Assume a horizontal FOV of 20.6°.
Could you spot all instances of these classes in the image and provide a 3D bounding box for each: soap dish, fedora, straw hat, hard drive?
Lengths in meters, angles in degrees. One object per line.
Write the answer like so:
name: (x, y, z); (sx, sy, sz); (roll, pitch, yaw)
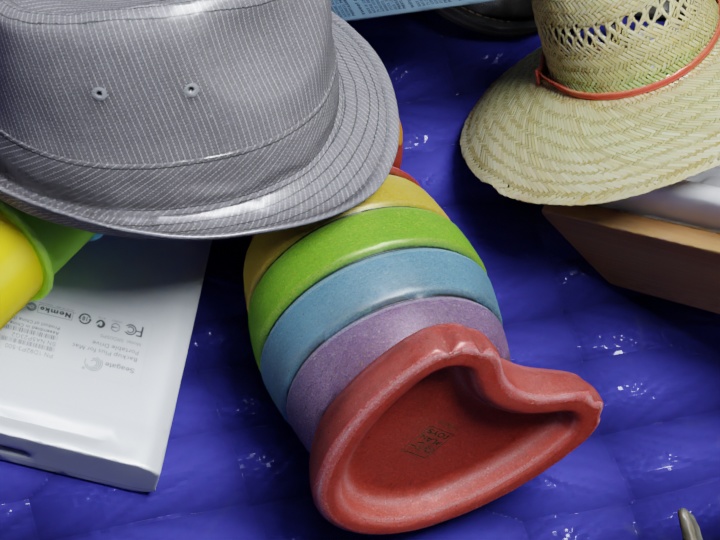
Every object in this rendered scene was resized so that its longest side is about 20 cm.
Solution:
soap dish: (0.204, -0.057, 0.925); (0.157, 0.082, 0.200); (15, 47, 40)
fedora: (-0.079, -0.099, 0.799); (0.198, 0.091, 0.178); (3, 46, -4)
straw hat: (0.119, -0.119, 0.901); (0.201, 0.200, 0.086); (-44, 122, -32)
hard drive: (-0.133, -0.011, 0.867); (0.131, 0.026, 0.201); (14, 57, -7)

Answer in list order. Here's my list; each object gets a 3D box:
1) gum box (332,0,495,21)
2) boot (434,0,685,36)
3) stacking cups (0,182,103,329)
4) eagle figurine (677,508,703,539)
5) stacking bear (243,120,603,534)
gum box: (-0.001, -0.192, 0.939); (0.198, 0.045, 0.171); (-5, 52, 26)
boot: (0.130, -0.196, 0.966); (0.198, 0.174, 0.070); (-7, 61, -20)
stacking cups: (-0.117, -0.049, 0.842); (0.060, 0.061, 0.200); (36, 57, 7)
eagle figurine: (0.188, 0.190, 0.783); (0.199, 0.152, 0.152); (30, 45, 16)
stacking bear: (0.000, 0.000, 0.852); (0.121, 0.114, 0.201); (24, 34, -46)
